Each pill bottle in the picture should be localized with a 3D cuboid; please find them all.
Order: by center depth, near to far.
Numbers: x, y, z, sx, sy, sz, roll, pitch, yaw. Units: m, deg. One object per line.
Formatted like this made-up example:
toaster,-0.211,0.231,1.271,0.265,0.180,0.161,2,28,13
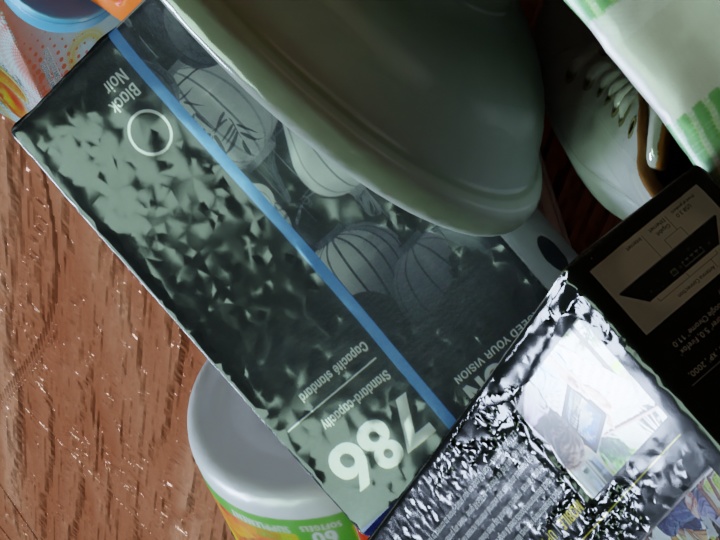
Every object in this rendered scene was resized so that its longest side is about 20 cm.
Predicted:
pill bottle,0.007,0.110,1.182,0.111,0.111,0.201,28,154,37

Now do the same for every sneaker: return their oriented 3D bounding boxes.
sneaker,0.095,-0.044,0.724,0.085,0.073,0.200,61,177,-41

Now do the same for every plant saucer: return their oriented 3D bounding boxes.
plant saucer,-0.008,-0.100,0.740,0.200,0.050,0.200,42,-159,-20

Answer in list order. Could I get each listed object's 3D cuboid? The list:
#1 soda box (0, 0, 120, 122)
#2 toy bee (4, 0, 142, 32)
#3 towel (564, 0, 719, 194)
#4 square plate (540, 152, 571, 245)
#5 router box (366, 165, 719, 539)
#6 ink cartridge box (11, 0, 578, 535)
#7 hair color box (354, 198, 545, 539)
soda box,-0.136,-0.140,1.030,0.063,0.068,0.201,31,155,34
toy bee,-0.088,-0.140,0.914,0.199,0.109,0.131,32,159,-25
towel,0.107,-0.092,0.597,0.152,0.023,0.200,-37,95,26
square plate,-0.006,-0.048,1.023,0.199,0.028,0.199,28,154,36
router box,0.083,0.084,0.686,0.149,0.051,0.200,49,152,10
ink cartridge box,0.000,0.000,0.798,0.099,0.039,0.200,-41,94,24
hair color box,0.026,0.021,0.926,0.063,0.111,0.201,1,140,15
